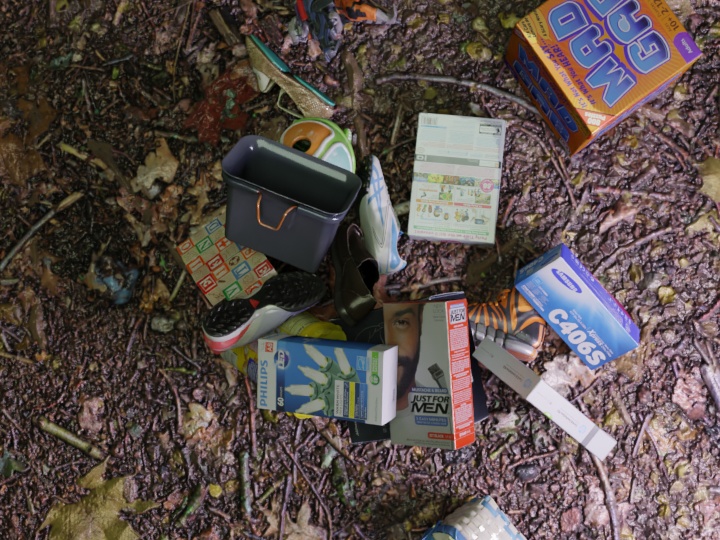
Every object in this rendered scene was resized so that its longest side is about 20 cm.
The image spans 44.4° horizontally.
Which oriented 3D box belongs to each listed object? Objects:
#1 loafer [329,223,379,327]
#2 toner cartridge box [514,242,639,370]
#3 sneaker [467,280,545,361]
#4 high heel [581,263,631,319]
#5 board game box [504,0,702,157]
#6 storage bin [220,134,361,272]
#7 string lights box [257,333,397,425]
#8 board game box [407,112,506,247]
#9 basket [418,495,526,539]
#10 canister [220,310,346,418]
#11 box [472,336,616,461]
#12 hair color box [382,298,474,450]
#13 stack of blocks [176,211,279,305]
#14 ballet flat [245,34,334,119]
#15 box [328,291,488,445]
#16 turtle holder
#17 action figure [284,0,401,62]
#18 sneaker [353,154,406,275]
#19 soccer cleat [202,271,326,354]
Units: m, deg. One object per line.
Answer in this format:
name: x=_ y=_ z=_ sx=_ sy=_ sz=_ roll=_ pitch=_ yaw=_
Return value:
loafer: x=0.000 y=0.000 z=1.374 sx=0.070 sy=0.073 sz=0.202 roll=-24 pitch=44 yaw=19
toner cartridge box: x=0.340 y=0.059 z=1.382 sx=0.200 sy=0.043 sz=0.095 roll=45 pitch=125 yaw=-14
sneaker: x=0.207 y=0.066 z=1.438 sx=0.197 sy=0.078 sz=0.114 roll=18 pitch=74 yaw=11
high heel: x=0.371 y=0.043 z=1.406 sx=0.067 sy=0.096 sz=0.201 roll=-39 pitch=84 yaw=1
board game box: x=0.367 y=-0.331 z=1.375 sx=0.199 sy=0.200 sz=0.201 roll=-35 pitch=85 yaw=2
storage bin: x=-0.115 y=-0.087 z=1.321 sx=0.197 sy=0.146 sz=0.136 roll=20 pitch=128 yaw=5
string lights box: x=-0.048 y=0.152 z=1.257 sx=0.196 sy=0.059 sz=0.105 roll=3 pitch=96 yaw=23
board game box: x=0.158 y=-0.148 z=1.451 sx=0.145 sy=0.064 sz=0.204 roll=6 pitch=86 yaw=6
basket: x=0.165 y=0.467 z=1.368 sx=0.199 sy=0.139 sz=0.177 roll=-37 pitch=84 yaw=-29
canister: x=-0.128 y=0.120 z=1.400 sx=0.199 sy=0.086 sz=0.151 roll=29 pitch=107 yaw=38
box: x=0.277 y=0.193 z=1.334 sx=0.199 sy=0.156 sz=0.041 roll=40 pitch=90 yaw=-30
hair color box: x=0.096 y=0.144 z=1.248 sx=0.109 sy=0.063 sz=0.204 roll=-4 pitch=90 yaw=36
stack of blocks: x=-0.207 y=-0.002 z=1.411 sx=0.114 sy=0.059 sz=0.200 roll=-36 pitch=42 yaw=-5
ballet flat: x=-0.133 y=-0.313 z=1.486 sx=0.200 sy=0.070 sz=0.066 roll=42 pitch=105 yaw=9
box: x=0.073 y=0.152 z=1.375 sx=0.194 sy=0.123 sz=0.204 roll=-14 pitch=85 yaw=33
turtle holder: x=-0.088 y=-0.149 z=1.429 sx=0.139 sy=0.132 sz=0.187 roll=28 pitch=117 yaw=0
action figure: x=-0.031 y=-0.410 z=1.465 sx=0.190 sy=0.105 sz=0.203 roll=-11 pitch=61 yaw=9
sneaker: x=0.033 y=-0.092 z=1.464 sx=0.071 sy=0.072 sz=0.204 roll=-4 pitch=81 yaw=-25
soccer cleat: x=-0.143 y=0.063 z=1.325 sx=0.197 sy=0.074 sz=0.069 roll=-24 pitch=60 yaw=-20
